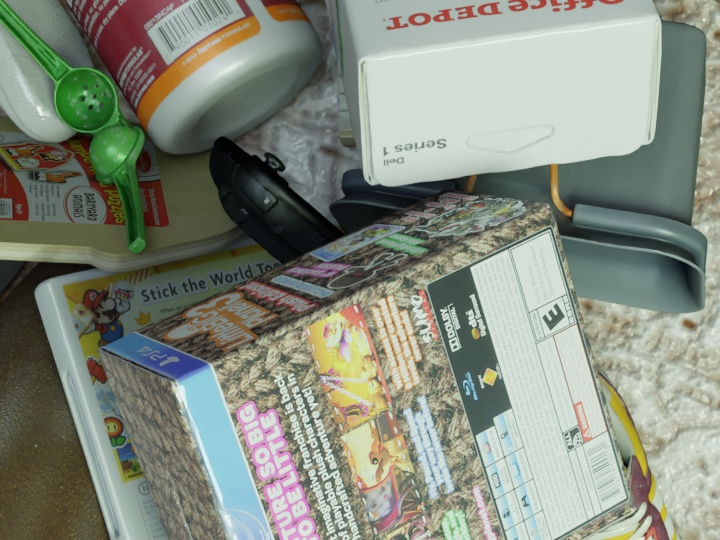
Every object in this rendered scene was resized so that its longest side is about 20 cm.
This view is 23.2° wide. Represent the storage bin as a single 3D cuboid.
[{"bbox_3d":[0.096,-0.071,0.939,0.199,0.146,0.135,9,77,13],"label":"storage bin"}]

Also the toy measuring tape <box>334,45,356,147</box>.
[{"bbox_3d":[-0.002,-0.176,1.012,0.073,0.074,0.201,-1,108,12],"label":"toy measuring tape"}]

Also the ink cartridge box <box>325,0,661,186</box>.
[{"bbox_3d":[0.056,-0.148,0.877,0.144,0.084,0.201,-8,48,-3],"label":"ink cartridge box"}]

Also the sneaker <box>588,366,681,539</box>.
[{"bbox_3d":[0.133,0.140,0.930,0.075,0.090,0.201,-27,80,9],"label":"sneaker"}]

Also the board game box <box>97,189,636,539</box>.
[{"bbox_3d":[0.006,0.074,0.814,0.199,0.097,0.160,-24,107,-23],"label":"board game box"}]

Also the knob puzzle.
[{"bbox_3d":[-0.143,-0.038,0.974,0.218,0.220,0.031,14,115,13],"label":"knob puzzle"}]

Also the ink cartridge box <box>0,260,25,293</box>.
[{"bbox_3d":[-0.308,0.006,1.043,0.146,0.083,0.200,41,95,13],"label":"ink cartridge box"}]

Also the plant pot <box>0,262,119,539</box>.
[{"bbox_3d":[-0.164,0.093,0.969,0.186,0.187,0.201,17,75,13],"label":"plant pot"}]

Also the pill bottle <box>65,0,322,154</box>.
[{"bbox_3d":[-0.117,-0.176,1.001,0.113,0.113,0.201,-34,79,8],"label":"pill bottle"}]

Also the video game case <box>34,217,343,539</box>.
[{"bbox_3d":[-0.060,0.074,0.942,0.023,0.199,0.183,-28,79,52],"label":"video game case"}]

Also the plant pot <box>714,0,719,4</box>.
[{"bbox_3d":[0.242,-0.238,0.914,0.199,0.134,0.202,-1,86,12],"label":"plant pot"}]

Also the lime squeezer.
[{"bbox_3d":[-0.145,-0.082,0.948,0.038,0.071,0.200,-33,66,0],"label":"lime squeezer"}]

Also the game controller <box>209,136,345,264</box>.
[{"bbox_3d":[0.000,0.000,0.929,0.200,0.104,0.042,41,98,-20],"label":"game controller"}]

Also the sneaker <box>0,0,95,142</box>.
[{"bbox_3d":[-0.227,-0.139,1.045,0.088,0.075,0.201,-43,60,22],"label":"sneaker"}]
